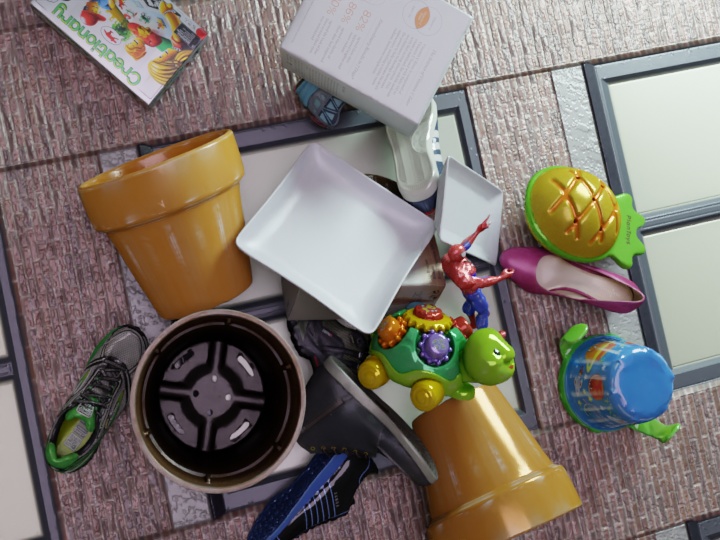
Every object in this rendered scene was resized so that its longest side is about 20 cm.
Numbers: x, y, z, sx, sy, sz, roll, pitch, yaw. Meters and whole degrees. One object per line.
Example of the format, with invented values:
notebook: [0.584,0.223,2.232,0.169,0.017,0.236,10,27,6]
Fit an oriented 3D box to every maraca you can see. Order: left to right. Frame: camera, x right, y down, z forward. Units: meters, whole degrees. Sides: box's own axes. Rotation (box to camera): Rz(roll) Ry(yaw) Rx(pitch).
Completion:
maraca: [0.314,-0.073,1.350,0.196,0.107,0.140,15,69,-18]

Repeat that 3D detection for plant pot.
plant pot: [-0.220,-0.050,1.196,0.197,0.200,0.187,-23,105,-13]
plant pot: [-0.177,0.156,1.178,0.196,0.198,0.205,1,84,-12]
plant pot: [0.157,0.256,1.254,0.197,0.201,0.186,-20,73,-13]

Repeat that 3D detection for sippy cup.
sippy cup: [0.356,0.154,1.324,0.174,0.130,0.143,10,83,-11]

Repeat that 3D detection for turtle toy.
turtle toy: [0.097,0.101,1.204,0.197,0.145,0.103,18,112,25]

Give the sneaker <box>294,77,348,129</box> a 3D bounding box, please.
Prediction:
sneaker: [0.012,-0.263,1.327,0.198,0.079,0.097,-31,97,-3]

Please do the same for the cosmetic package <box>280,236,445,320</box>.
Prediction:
cosmetic package: [0.000,0.000,1.260,0.196,0.088,0.105,-2,59,-18]

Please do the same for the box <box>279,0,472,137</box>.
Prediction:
box: [0.017,-0.288,1.230,0.197,0.106,0.154,29,88,-3]

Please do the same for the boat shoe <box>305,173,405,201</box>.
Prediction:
boat shoe: [-0.027,-0.087,1.300,0.196,0.066,0.076,0,83,-25]

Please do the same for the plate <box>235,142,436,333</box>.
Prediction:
plate: [-0.028,-0.039,1.200,0.198,0.032,0.201,33,55,1]

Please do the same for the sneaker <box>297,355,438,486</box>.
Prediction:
sneaker: [0.000,0.213,1.202,0.200,0.075,0.106,44,95,10]

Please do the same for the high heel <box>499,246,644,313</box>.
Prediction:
high heel: [0.292,0.012,1.341,0.197,0.096,0.068,26,80,-8]

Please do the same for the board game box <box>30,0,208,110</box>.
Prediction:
board game box: [-0.315,-0.326,1.278,0.199,0.035,0.127,40,79,-6]

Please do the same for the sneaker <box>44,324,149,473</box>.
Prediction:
sneaker: [-0.323,0.162,1.205,0.077,0.085,0.203,27,79,-8]

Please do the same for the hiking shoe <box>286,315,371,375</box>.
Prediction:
hiking shoe: [-0.017,0.124,1.277,0.099,0.076,0.203,-28,90,-9]

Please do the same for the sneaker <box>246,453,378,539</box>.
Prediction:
sneaker: [-0.060,0.305,1.254,0.200,0.070,0.078,-47,111,-2]

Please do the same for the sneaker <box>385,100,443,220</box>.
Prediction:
sneaker: [0.080,-0.152,1.315,0.073,0.085,0.203,-12,50,18]

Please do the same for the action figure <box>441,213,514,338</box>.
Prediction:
action figure: [0.164,0.011,1.264,0.098,0.201,0.065,-38,52,-2]

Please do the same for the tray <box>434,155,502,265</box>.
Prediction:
tray: [0.143,-0.075,1.294,0.022,0.199,0.110,2,82,29]
